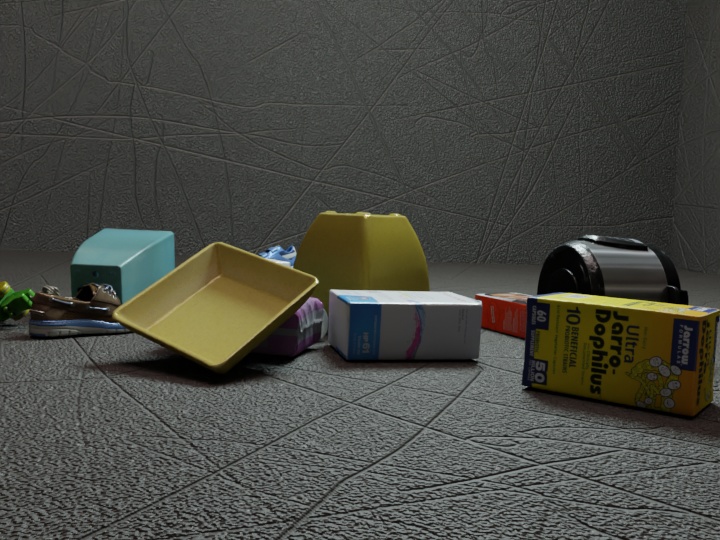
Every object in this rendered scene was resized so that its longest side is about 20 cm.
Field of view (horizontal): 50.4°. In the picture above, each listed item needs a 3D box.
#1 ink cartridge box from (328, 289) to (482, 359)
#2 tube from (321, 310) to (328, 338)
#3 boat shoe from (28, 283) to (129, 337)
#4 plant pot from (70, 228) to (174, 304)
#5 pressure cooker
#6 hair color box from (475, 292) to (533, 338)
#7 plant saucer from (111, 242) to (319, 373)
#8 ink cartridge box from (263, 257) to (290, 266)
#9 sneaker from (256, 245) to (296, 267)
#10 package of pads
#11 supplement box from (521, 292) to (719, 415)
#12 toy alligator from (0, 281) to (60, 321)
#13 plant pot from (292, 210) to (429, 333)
[{"bbox_3d":[0.062,0.077,1.118,0.197,0.086,0.144,0,5,-13],"label":"ink cartridge box"},{"bbox_3d":[-0.146,0.083,1.232,0.197,0.051,0.077,-1,-5,31],"label":"tube"},{"bbox_3d":[-0.406,0.058,1.178,0.072,0.074,0.199,6,6,40],"label":"boat shoe"},{"bbox_3d":[-0.428,0.013,1.361,0.139,0.144,0.200,2,11,4],"label":"plant pot"},{"bbox_3d":[0.396,0.043,1.194,0.197,0.180,0.177,2,45,-16],"label":"pressure cooker"},{"bbox_3d":[0.297,0.081,1.361,0.100,0.062,0.199,-1,5,-26],"label":"hair color box"},{"bbox_3d":[-0.183,0.053,0.995,0.198,0.049,0.200,19,42,31],"label":"plant saucer"},{"bbox_3d":[-0.267,0.013,1.768,0.144,0.086,0.199,0,4,-34],"label":"ink cartridge box"},{"bbox_3d":[-0.290,-0.039,2.447,0.198,0.084,0.074,-3,8,-35],"label":"sneaker"},{"bbox_3d":[-0.161,0.073,1.102,0.197,0.077,0.120,3,4,15],"label":"package of pads"},{"bbox_3d":[0.304,0.091,0.901,0.198,0.111,0.109,5,5,36],"label":"supplement box"},{"bbox_3d":[-0.550,0.056,1.197,0.198,0.060,0.055,-6,41,32],"label":"toy alligator"},{"bbox_3d":[0.000,0.000,1.330,0.194,0.204,0.193,5,5,41],"label":"plant pot"}]
